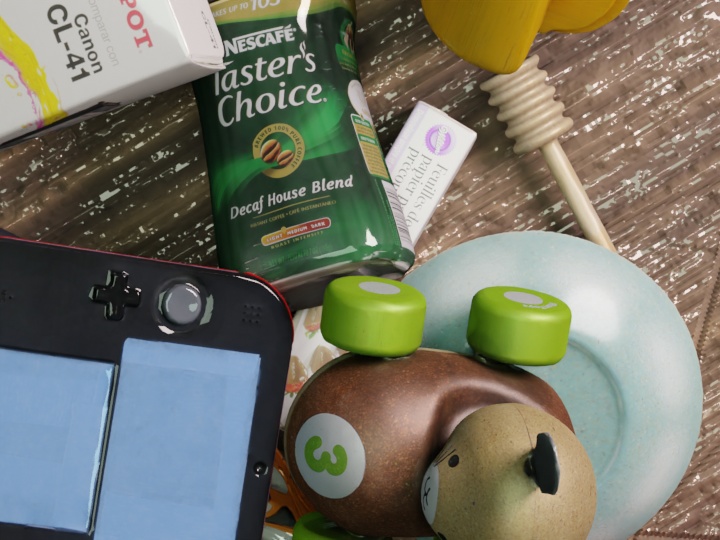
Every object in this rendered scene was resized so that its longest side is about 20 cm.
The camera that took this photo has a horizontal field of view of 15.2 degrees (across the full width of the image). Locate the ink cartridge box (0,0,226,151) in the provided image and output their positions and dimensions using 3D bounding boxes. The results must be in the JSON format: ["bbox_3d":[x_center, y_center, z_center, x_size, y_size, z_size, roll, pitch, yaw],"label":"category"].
[{"bbox_3d":[-0.192,-0.142,1.425,0.200,0.086,0.148,-20,90,12],"label":"ink cartridge box"}]

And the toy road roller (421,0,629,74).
[{"bbox_3d":[0.057,-0.193,1.441,0.200,0.146,0.123,22,136,4],"label":"toy road roller"}]

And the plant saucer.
[{"bbox_3d":[0.092,0.079,1.496,0.201,0.039,0.201,0,105,-1],"label":"plant saucer"}]

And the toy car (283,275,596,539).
[{"bbox_3d":[0.055,0.110,1.372,0.158,0.200,0.164,4,105,-16],"label":"toy car"}]

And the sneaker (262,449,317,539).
[{"bbox_3d":[-0.052,0.165,1.518,0.200,0.076,0.092,47,119,-7],"label":"sneaker"}]

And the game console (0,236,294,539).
[{"bbox_3d":[-0.130,0.091,1.391,0.177,0.031,0.200,9,91,-22],"label":"game console"}]

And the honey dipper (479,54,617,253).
[{"bbox_3d":[0.128,-0.025,1.519,0.038,0.038,0.200,-27,94,2],"label":"honey dipper"}]

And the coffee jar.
[{"bbox_3d":[-0.042,-0.083,1.475,0.104,0.085,0.200,-17,76,14],"label":"coffee jar"}]

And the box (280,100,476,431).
[{"bbox_3d":[0.000,0.000,1.519,0.039,0.041,0.200,30,93,1],"label":"box"}]

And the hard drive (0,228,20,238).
[{"bbox_3d":[-0.263,0.024,1.525,0.200,0.042,0.135,24,92,1],"label":"hard drive"}]
